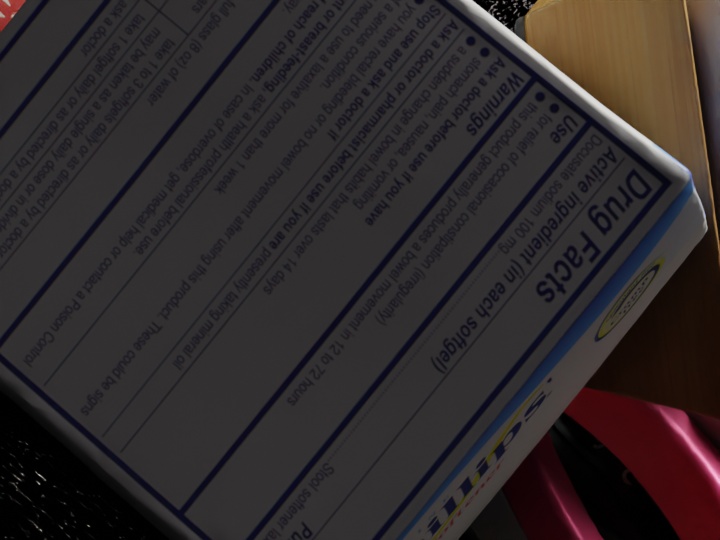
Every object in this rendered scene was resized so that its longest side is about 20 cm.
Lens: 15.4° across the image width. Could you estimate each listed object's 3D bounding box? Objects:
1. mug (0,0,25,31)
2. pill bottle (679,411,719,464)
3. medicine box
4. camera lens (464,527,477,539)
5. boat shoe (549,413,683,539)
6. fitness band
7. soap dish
[{"bbox_3d":[-0.238,-0.161,1.118,0.178,0.133,0.200,43,1,43],"label":"mug"},{"bbox_3d":[0.207,0.116,1.043,0.200,0.109,0.110,60,0,-5],"label":"pill bottle"},{"bbox_3d":[-0.024,-0.013,0.836,0.200,0.182,0.103,40,2,11],"label":"medicine box"},{"bbox_3d":[0.136,0.110,1.466,0.200,0.160,0.160,40,2,25],"label":"camera lens"},{"bbox_3d":[0.091,0.091,1.073,0.199,0.066,0.075,-129,-147,-63],"label":"boat shoe"},{"bbox_3d":[0.107,0.107,0.937,0.144,0.037,0.200,9,45,-49],"label":"fitness band"},{"bbox_3d":[0.107,-0.040,0.960,0.200,0.081,0.158,-53,135,-78],"label":"soap dish"}]
